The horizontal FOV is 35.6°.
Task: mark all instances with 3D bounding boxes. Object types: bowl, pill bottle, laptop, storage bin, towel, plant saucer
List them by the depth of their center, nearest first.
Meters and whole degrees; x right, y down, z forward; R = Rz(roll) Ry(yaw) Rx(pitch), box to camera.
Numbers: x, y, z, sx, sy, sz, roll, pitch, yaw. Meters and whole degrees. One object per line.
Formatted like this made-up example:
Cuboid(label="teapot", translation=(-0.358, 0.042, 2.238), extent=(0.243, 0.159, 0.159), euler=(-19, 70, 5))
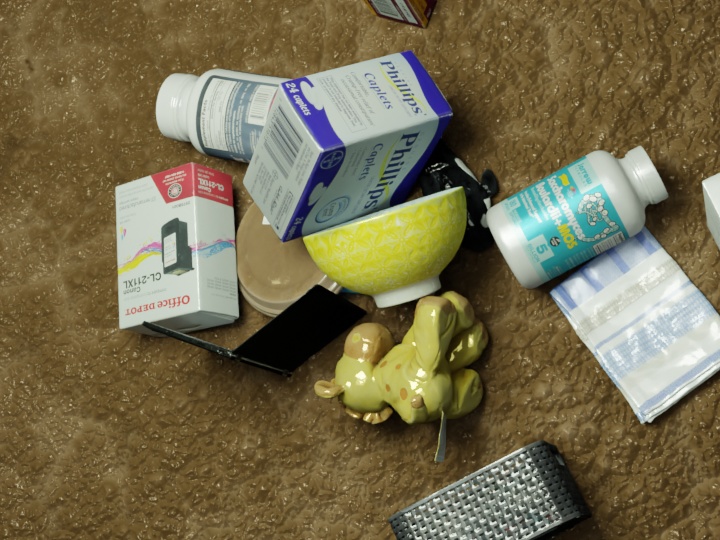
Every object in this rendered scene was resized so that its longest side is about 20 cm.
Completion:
Cuboid(label="storage bin", translation=(0.148, 0.282, 1.273), extent=(0.200, 0.135, 0.094), euler=(-30, 71, 10))
Cuboid(label="bowl", translation=(0.041, -0.019, 1.320), extent=(0.200, 0.200, 0.108), euler=(-16, 94, 15))
Cuboid(label="towel", translation=(0.334, 0.060, 1.320), extent=(0.147, 0.024, 0.200), euler=(-37, 69, 7))
Cuboid(label="pill bottle", translation=(0.258, -0.069, 1.327), extent=(0.200, 0.111, 0.111), euler=(-29, 71, 11))
Cuboid(label="laptop", translation=(-0.126, 0.060, 1.388), extent=(0.199, 0.187, 0.116), euler=(18, 84, 21))
Cuboid(label="plant saucer", translation=(-0.089, -0.036, 1.461), extent=(0.200, 0.029, 0.201), euler=(-11, 68, 28))
Cuboid(label="pill bottle", translation=(-0.164, -0.206, 1.495), extent=(0.199, 0.120, 0.120), euler=(12, 82, 21))

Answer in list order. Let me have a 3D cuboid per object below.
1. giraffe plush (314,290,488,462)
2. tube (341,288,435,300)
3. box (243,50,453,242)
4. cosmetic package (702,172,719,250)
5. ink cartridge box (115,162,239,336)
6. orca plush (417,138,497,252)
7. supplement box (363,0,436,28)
Cuboid(label="giraffe plush", translation=(0.043, 0.121, 1.339), extent=(0.162, 0.173, 0.201), euler=(3, 62, 31))
Cuboid(label="tube", translation=(0.000, 0.000, 1.438), extent=(0.199, 0.050, 0.078), euler=(8, 70, 25))
Cuboid(label="box", translation=(-0.017, -0.149, 1.355), extent=(0.200, 0.184, 0.105), euler=(-21, 67, -32))
Cuboid(label="cosmetic package", translation=(0.440, -0.061, 1.216), extent=(0.113, 0.200, 0.081), euler=(-26, 70, 14))
Cuboid(label="ink cartridge box", translation=(-0.244, -0.024, 1.486), extent=(0.145, 0.083, 0.201), euler=(-13, 74, 31))
Cuboid(label="orca plush", translation=(0.113, -0.121, 1.408), extent=(0.105, 0.071, 0.201), euler=(-12, 75, 16))
Cuboid(label="supplement box", translation=(0.071, -0.438, 1.470), extent=(0.085, 0.110, 0.201), euler=(20, 85, 21))
